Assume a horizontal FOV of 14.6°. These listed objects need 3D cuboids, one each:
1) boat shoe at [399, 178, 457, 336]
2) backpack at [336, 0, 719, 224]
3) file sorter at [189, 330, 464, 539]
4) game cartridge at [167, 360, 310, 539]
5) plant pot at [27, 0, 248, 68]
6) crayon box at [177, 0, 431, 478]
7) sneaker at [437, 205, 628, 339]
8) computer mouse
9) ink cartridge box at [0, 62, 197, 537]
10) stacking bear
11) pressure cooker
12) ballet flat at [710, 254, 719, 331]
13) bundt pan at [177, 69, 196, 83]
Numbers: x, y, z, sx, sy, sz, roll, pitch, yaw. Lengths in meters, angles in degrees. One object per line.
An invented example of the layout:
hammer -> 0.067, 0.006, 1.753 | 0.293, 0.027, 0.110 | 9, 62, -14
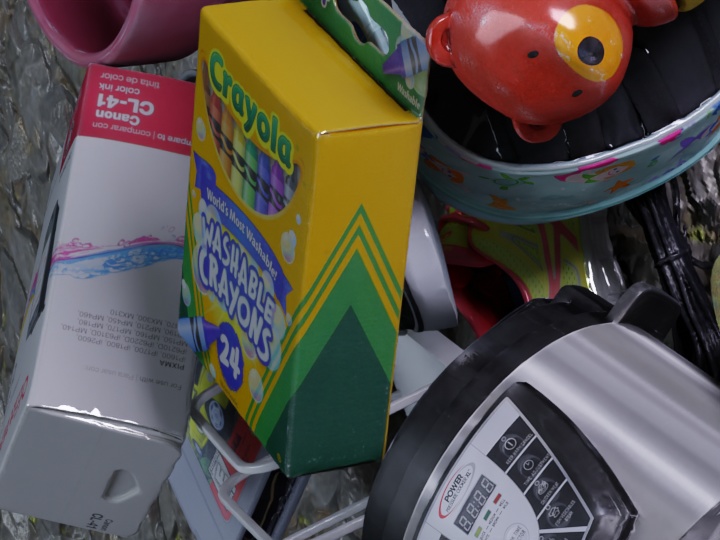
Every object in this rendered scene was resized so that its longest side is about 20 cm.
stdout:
boat shoe -> -0.001, -0.003, 1.306 | 0.199, 0.068, 0.074 | -151, 46, -82
backpack -> 0.077, -0.121, 1.241 | 0.151, 0.177, 0.200 | 88, 158, -68
file sorter -> 0.012, 0.137, 1.388 | 0.200, 0.124, 0.139 | 69, 168, -19
game cartridge -> -0.066, 0.066, 1.537 | 0.133, 0.041, 0.200 | 65, 148, 35
plant pot -> -0.073, -0.214, 1.483 | 0.200, 0.179, 0.200 | 25, 120, 57
crayon box -> -0.028, -0.030, 1.207 | 0.126, 0.052, 0.200 | 48, 139, 50
sneaker -> 0.070, -0.027, 1.364 | 0.078, 0.090, 0.200 | -41, 60, 58
computer mouse -> 0.178, -0.015, 1.218 | 0.200, 0.044, 0.110 | -27, 73, 60
ink cartridge box -> -0.128, 0.017, 1.455 | 0.148, 0.086, 0.200 | 120, 161, -60
stacking bear -> 0.111, -0.145, 1.123 | 0.200, 0.121, 0.114 | -51, 34, -3
pressure cooker -> 0.098, 0.114, 1.227 | 0.200, 0.176, 0.179 | 37, 144, 34
ballet flat -> 0.199, 0.059, 1.132 | 0.200, 0.071, 0.071 | 41, 133, 32
bundt pan -> -0.048, -0.019, 1.594 | 0.202, 0.076, 0.202 | 22, 116, 57
